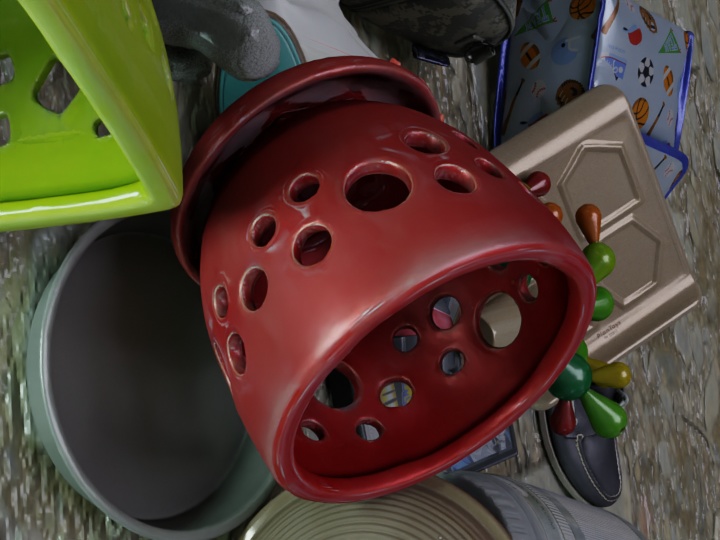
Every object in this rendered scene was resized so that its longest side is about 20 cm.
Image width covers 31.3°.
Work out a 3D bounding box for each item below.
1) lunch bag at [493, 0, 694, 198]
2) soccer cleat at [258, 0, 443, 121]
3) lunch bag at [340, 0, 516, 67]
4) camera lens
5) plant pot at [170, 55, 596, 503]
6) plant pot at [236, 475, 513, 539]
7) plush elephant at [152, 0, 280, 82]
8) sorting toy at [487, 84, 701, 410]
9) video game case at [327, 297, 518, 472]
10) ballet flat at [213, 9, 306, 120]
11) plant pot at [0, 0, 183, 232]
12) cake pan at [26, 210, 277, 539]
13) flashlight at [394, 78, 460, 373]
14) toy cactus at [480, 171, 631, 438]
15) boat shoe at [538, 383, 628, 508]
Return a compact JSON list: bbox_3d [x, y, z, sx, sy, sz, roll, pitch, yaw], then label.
[{"bbox_3d":[0.202,-0.131,1.118,0.169,0.123,0.202,13,86,-46],"label":"lunch bag"},{"bbox_3d":[-0.014,-0.134,0.915,0.200,0.069,0.078,46,71,-35],"label":"soccer cleat"},{"bbox_3d":[0.053,-0.274,0.960,0.167,0.139,0.202,22,66,-43],"label":"lunch bag"},{"bbox_3d":[0.108,0.229,0.886,0.199,0.159,0.162,25,63,-43],"label":"camera lens"},{"bbox_3d":[0.000,0.000,0.715,0.199,0.201,0.183,9,35,-47],"label":"plant pot"},{"bbox_3d":[0.004,0.210,0.732,0.093,0.199,0.203,53,33,-77],"label":"plant pot"},{"bbox_3d":[-0.111,-0.193,0.755,0.155,0.198,0.167,-31,119,-70],"label":"plush elephant"},{"bbox_3d":[0.164,-0.019,1.018,0.184,0.036,0.201,-31,107,-15],"label":"sorting toy"},{"bbox_3d":[0.042,0.060,0.954,0.180,0.025,0.202,-11,89,-50],"label":"video game case"},{"bbox_3d":[-0.053,-0.070,0.846,0.072,0.067,0.202,-105,-179,-77],"label":"ballet flat"},{"bbox_3d":[-0.194,-0.138,0.567,0.200,0.197,0.183,69,18,-66],"label":"plant pot"},{"bbox_3d":[-0.115,0.060,0.765,0.199,0.037,0.202,14,71,-46],"label":"cake pan"},{"bbox_3d":[0.029,-0.028,0.876,0.068,0.067,0.202,-3,90,-87],"label":"flashlight"},{"bbox_3d":[0.122,0.031,0.921,0.164,0.102,0.202,-12,89,-48],"label":"toy cactus"},{"bbox_3d":[0.190,0.108,1.084,0.072,0.062,0.202,-24,99,-48],"label":"boat shoe"}]
